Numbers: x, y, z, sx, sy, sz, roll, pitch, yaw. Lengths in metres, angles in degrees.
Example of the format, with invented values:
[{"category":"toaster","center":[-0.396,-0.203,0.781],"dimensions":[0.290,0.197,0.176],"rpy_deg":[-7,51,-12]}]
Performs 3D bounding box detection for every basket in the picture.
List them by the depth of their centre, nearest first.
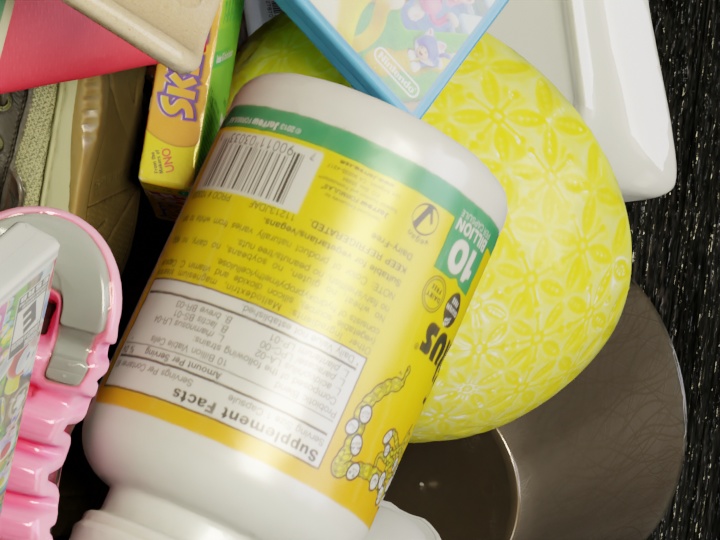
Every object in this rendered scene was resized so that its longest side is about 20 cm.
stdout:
[{"category":"basket","center":[0.071,0.092,1.500],"dimensions":[0.200,0.136,0.181],"rpy_deg":[-21,109,-61]}]

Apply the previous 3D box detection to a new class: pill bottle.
[{"category":"pill bottle","center":[-0.033,0.040,1.051],"dimensions":[0.200,0.112,0.113],"rpy_deg":[-66,153,-12]}]

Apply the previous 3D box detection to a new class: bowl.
[{"category":"bowl","center":[0.000,0.000,1.186],"dimensions":[0.108,0.200,0.201],"rpy_deg":[-50,139,-46]}]

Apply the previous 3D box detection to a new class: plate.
[{"category":"plate","center":[0.022,-0.116,1.224],"dimensions":[0.032,0.199,0.200],"rpy_deg":[-42,125,-66]}]

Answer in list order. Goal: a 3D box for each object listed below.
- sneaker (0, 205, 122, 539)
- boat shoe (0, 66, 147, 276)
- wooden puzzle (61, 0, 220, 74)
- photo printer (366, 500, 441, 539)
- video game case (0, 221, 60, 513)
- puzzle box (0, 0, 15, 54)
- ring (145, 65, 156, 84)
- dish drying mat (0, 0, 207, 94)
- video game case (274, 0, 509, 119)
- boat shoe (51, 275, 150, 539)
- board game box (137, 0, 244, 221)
[{"category":"sneaker","center":[-0.139,0.069,1.039],"dimensions":[0.095,0.079,0.201],"rpy_deg":[-125,-121,-80]},{"category":"boat shoe","center":[-0.115,-0.085,1.079],"dimensions":[0.073,0.065,0.201],"rpy_deg":[-21,121,-70]},{"category":"wooden puzzle","center":[-0.105,-0.185,0.948],"dimensions":[0.185,0.046,0.201],"rpy_deg":[31,61,-28]},{"category":"photo printer","center":[-0.034,0.193,1.285],"dimensions":[0.200,0.069,0.167],"rpy_deg":[-26,138,-64]},{"category":"video game case","center":[-0.152,0.096,0.884],"dimensions":[0.143,0.018,0.200],"rpy_deg":[-46,159,-49]},{"category":"puzzle box","center":[-0.160,-0.170,0.946],"dimensions":[0.133,0.025,0.201],"rpy_deg":[23,70,-31]},{"category":"ring","center":[-0.094,-0.018,1.224],"dimensions":[0.200,0.019,0.201],"rpy_deg":[4,90,-67]},{"category":"dish drying mat","center":[-0.138,-0.095,0.985],"dimensions":[0.200,0.018,0.077],"rpy_deg":[-14,110,-36]},{"category":"video game case","center":[0.027,-0.176,1.120],"dimensions":[0.143,0.018,0.200],"rpy_deg":[46,66,-23]},{"category":"boat shoe","center":[-0.105,0.091,1.125],"dimensions":[0.200,0.074,0.067],"rpy_deg":[-56,140,-34]},{"category":"board game box","center":[-0.057,-0.123,1.130],"dimensions":[0.096,0.030,0.201],"rpy_deg":[90,11,-82]}]
